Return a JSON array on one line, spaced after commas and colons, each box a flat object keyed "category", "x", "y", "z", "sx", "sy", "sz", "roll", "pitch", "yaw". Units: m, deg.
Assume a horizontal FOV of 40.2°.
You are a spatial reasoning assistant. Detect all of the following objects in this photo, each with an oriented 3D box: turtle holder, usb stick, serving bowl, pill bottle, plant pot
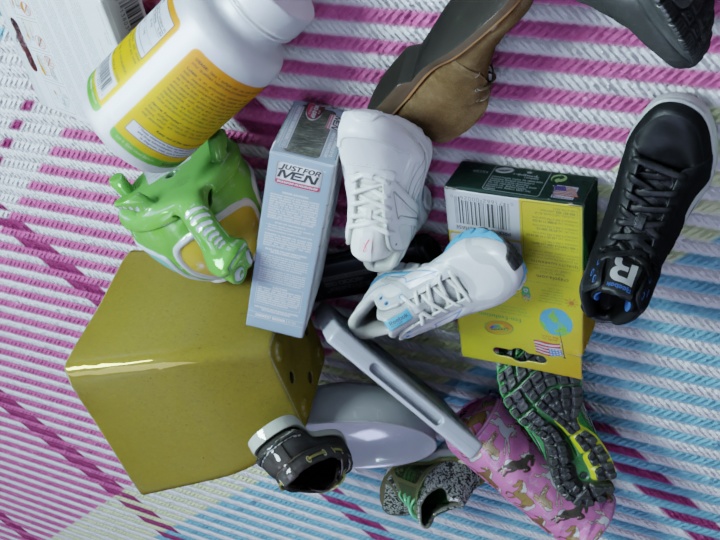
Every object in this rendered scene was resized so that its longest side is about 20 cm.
[{"category": "turtle holder", "x": -0.149, "y": -0.058, "z": 0.963, "sx": 0.185, "sy": 0.141, "sz": 0.132, "roll": 3, "pitch": 134, "yaw": 47}, {"category": "usb stick", "x": 0.000, "y": 0.000, "z": 1.017, "sx": 0.200, "sy": 0.033, "sz": 0.055, "roll": -12, "pitch": 129, "yaw": 39}, {"category": "serving bowl", "x": -0.012, "y": 0.173, "z": 1.132, "sx": 0.200, "sy": 0.066, "sz": 0.200, "roll": 1, "pitch": 155, "yaw": 1}, {"category": "pill bottle", "x": -0.137, "y": -0.182, "z": 0.843, "sx": 0.200, "sy": 0.111, "sz": 0.111, "roll": -36, "pitch": 107, "yaw": 27}, {"category": "plant pot", "x": -0.152, "y": 0.096, "z": 1.043, "sx": 0.200, "sy": 0.196, "sz": 0.194, "roll": -8, "pitch": 127, "yaw": 17}]

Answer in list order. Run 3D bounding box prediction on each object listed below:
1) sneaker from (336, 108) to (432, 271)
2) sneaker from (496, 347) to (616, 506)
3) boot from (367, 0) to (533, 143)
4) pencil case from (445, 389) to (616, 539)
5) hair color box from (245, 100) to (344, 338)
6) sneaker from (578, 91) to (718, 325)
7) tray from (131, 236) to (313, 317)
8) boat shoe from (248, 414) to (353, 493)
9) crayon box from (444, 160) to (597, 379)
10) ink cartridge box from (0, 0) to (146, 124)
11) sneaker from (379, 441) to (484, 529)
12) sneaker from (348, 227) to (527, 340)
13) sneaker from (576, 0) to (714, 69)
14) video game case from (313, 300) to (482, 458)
[{"category": "sneaker", "x": 0.019, "y": -0.060, "z": 0.857, "sx": 0.078, "sy": 0.100, "sz": 0.200, "roll": 10, "pitch": 155, "yaw": 19}, {"category": "sneaker", "x": 0.190, "y": 0.139, "z": 0.998, "sx": 0.078, "sy": 0.085, "sz": 0.200, "roll": -22, "pitch": 102, "yaw": 5}, {"category": "boot", "x": 0.086, "y": -0.167, "z": 0.784, "sx": 0.075, "sy": 0.074, "sz": 0.200, "roll": 29, "pitch": 148, "yaw": -16}, {"category": "pencil case", "x": 0.186, "y": 0.218, "z": 1.068, "sx": 0.200, "sy": 0.087, "sz": 0.083, "roll": 42, "pitch": 161, "yaw": -11}, {"category": "hair color box", "x": -0.058, "y": -0.046, "z": 0.927, "sx": 0.060, "sy": 0.099, "sz": 0.200, "roll": 14, "pitch": 127, "yaw": 1}, {"category": "sneaker", "x": 0.227, "y": -0.033, "z": 0.782, "sx": 0.073, "sy": 0.112, "sz": 0.200, "roll": 19, "pitch": 137, "yaw": 14}, {"category": "tray", "x": -0.156, "y": 0.006, "z": 1.118, "sx": 0.200, "sy": 0.037, "sz": 0.099, "roll": 47, "pitch": 137, "yaw": -14}, {"category": "boat shoe", "x": -0.050, "y": 0.200, "z": 1.005, "sx": 0.061, "sy": 0.072, "sz": 0.201, "roll": 53, "pitch": -175, "yaw": 25}, {"category": "crayon box", "x": 0.149, "y": 0.002, "z": 0.903, "sx": 0.127, "sy": 0.051, "sz": 0.200, "roll": 11, "pitch": 130, "yaw": 24}, {"category": "ink cartridge box", "x": -0.276, "y": -0.221, "z": 0.984, "sx": 0.200, "sy": 0.050, "sz": 0.162, "roll": 24, "pitch": 142, "yaw": 36}, {"category": "sneaker", "x": 0.075, "y": 0.271, "z": 1.188, "sx": 0.077, "sy": 0.089, "sz": 0.200, "roll": 39, "pitch": 139, "yaw": -8}, {"category": "sneaker", "x": 0.063, "y": 0.026, "z": 0.881, "sx": 0.200, "sy": 0.087, "sz": 0.075, "roll": -26, "pitch": 102, "yaw": 50}, {"category": "sneaker", "x": 0.168, "y": -0.219, "z": 0.682, "sx": 0.200, "sy": 0.076, "sz": 0.091, "roll": 50, "pitch": 146, "yaw": -9}, {"category": "video game case", "x": 0.032, "y": 0.106, "z": 1.013, "sx": 0.182, "sy": 0.022, "sz": 0.200, "roll": 40, "pitch": 180, "yaw": -8}]
